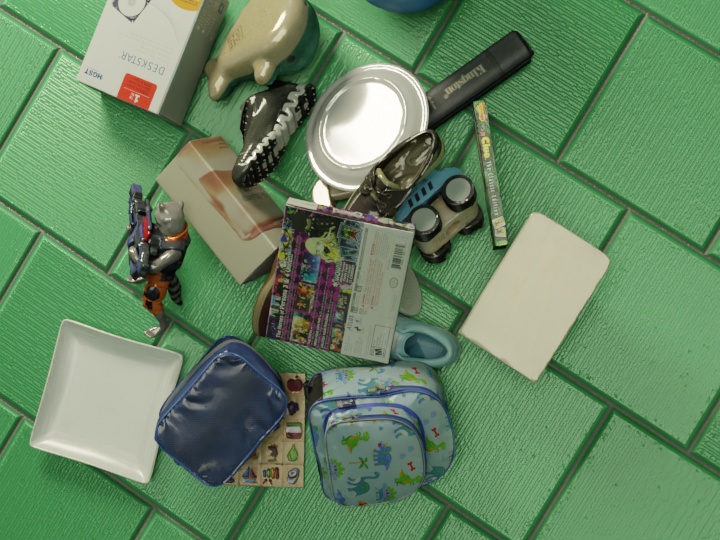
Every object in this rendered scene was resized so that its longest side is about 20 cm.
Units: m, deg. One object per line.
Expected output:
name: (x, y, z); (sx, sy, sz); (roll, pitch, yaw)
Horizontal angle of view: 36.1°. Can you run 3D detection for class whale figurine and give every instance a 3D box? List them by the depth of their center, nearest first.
whale figurine: (-0.142, -0.322, 1.627); (0.199, 0.103, 0.161); (-37, 49, 23)

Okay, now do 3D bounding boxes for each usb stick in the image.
usb stick: (0.161, -0.275, 1.614); (0.199, 0.033, 0.056); (-35, 81, 5)

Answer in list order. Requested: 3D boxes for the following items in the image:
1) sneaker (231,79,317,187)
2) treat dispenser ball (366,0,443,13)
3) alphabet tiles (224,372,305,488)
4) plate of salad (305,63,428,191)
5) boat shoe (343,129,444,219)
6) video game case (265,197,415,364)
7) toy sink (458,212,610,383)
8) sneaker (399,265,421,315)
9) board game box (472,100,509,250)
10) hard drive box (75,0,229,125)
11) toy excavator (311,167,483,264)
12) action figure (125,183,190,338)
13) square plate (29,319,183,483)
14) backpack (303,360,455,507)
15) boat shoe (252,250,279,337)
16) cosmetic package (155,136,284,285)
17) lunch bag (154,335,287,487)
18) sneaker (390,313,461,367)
sneaker: (-0.146, -0.204, 1.611); (0.089, 0.067, 0.201); (21, 62, 18)
treat dispenser ball: (0.063, -0.465, 1.548); (0.197, 0.201, 0.205); (0, 88, 7)
alphabet tiles: (-0.179, 0.236, 1.651); (0.196, 0.008, 0.170); (1, 88, 7)
plate of salad: (0.011, -0.206, 1.607); (0.197, 0.048, 0.203); (-9, 68, 24)
boat shoe: (0.035, -0.118, 1.513); (0.073, 0.065, 0.201); (39, 90, 15)
video game case: (-0.029, 0.016, 1.512); (0.178, 0.036, 0.203); (11, 112, 2)
toy sink: (0.245, 0.034, 1.555); (0.129, 0.112, 0.202); (31, 97, 7)
sneaker: (0.000, 0.000, 1.613); (0.200, 0.099, 0.071); (42, 54, -20)
board game box: (0.184, -0.133, 1.571); (0.023, 0.105, 0.204); (-9, 88, 3)
hard drive box: (-0.307, -0.340, 1.639); (0.154, 0.077, 0.203); (22, 91, 17)
toy excavator: (0.053, -0.100, 1.597); (0.194, 0.100, 0.200); (-39, 62, -3)
action figure: (-0.291, -0.033, 1.602); (0.103, 0.195, 0.202); (6, 45, -20)
square plate: (-0.380, 0.195, 1.665); (0.197, 0.028, 0.201); (16, 91, 7)
backpack: (0.031, 0.231, 1.542); (0.197, 0.147, 0.186); (-10, 116, -3)
boat shoe: (-0.096, 0.027, 1.582); (0.071, 0.072, 0.202); (31, 120, 9)
cosmetic package: (-0.189, -0.089, 1.607); (0.087, 0.103, 0.201); (-41, 85, 22)
lunch bag: (-0.203, 0.204, 1.587); (0.136, 0.132, 0.200); (43, 92, -10)
sneaker: (0.047, 0.093, 1.590); (0.196, 0.082, 0.075); (8, 88, 7)
